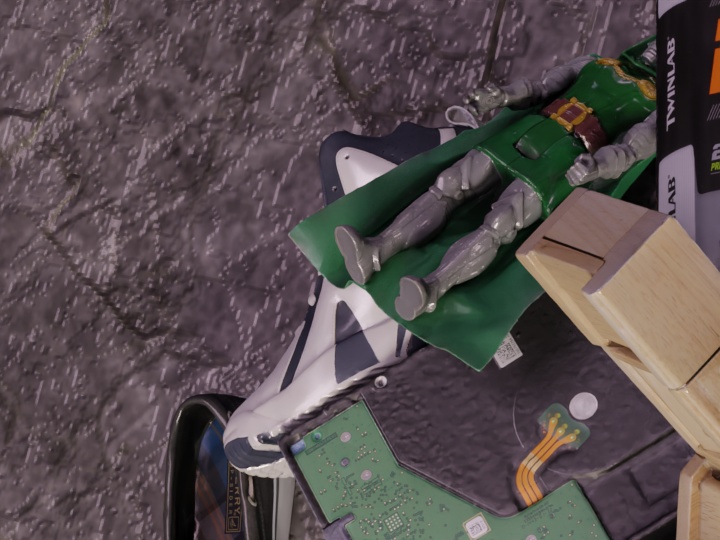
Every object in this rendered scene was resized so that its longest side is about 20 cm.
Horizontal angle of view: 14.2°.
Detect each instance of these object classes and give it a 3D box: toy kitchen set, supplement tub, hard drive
[{"bbox_3d":[0.124,0.106,1.107,0.180,0.200,0.163,-46,23,-9],"label":"toy kitchen set"},{"bbox_3d":[0.187,-0.075,1.236,0.122,0.123,0.200,-8,73,32],"label":"supplement tub"},{"bbox_3d":[0.078,0.082,1.289,0.200,0.038,0.140,-33,59,3],"label":"hard drive"}]

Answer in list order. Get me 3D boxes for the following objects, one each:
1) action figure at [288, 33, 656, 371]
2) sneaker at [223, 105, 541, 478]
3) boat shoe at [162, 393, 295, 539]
[{"bbox_3d":[0.078,-0.049,1.294,0.118,0.055,0.200,37,60,26],"label":"action figure"},{"bbox_3d":[0.000,0.000,1.370,0.199,0.079,0.130,-41,56,17],"label":"sneaker"},{"bbox_3d":[-0.069,0.156,1.390,0.069,0.057,0.200,-10,72,32],"label":"boat shoe"}]
